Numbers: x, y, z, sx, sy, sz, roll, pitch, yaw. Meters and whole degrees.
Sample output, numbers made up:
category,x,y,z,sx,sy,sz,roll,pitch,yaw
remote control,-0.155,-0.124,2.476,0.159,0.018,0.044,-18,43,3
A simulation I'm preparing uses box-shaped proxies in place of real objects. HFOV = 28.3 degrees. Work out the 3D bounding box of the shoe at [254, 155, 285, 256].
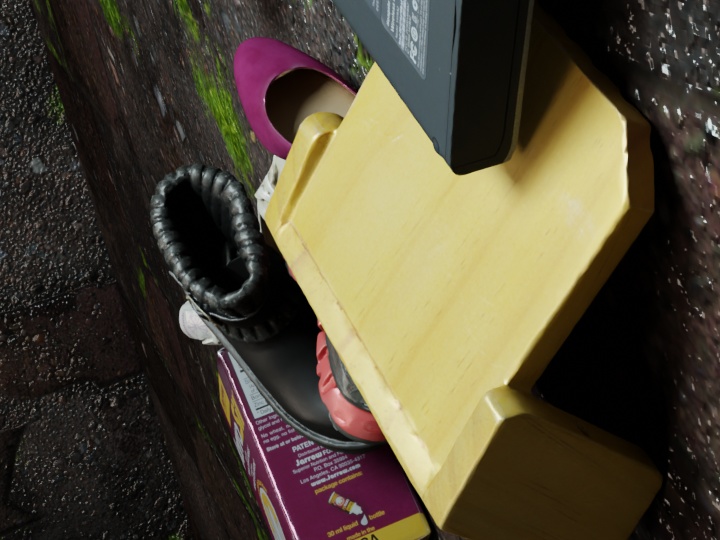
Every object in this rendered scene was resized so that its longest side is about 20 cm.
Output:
category,x,y,z,sx,sy,sz,roll,pitch,yaw
shoe,-0.047,-0.027,1.047,0.201,0.053,0.070,90,156,-53

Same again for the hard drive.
category,x,y,z,sx,sy,sz,roll,pitch,yaw
hard drive,0.009,-0.155,0.571,0.141,0.032,0.201,91,156,-46

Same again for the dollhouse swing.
category,x,y,z,sx,sy,sz,roll,pitch,yaw
dollhouse swing,0.076,-0.008,0.648,0.181,0.176,0.201,25,-156,-44

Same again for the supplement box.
category,x,y,z,sx,sy,sz,roll,pitch,yaw
supplement box,-0.033,0.156,1.134,0.131,0.102,0.202,96,152,-63

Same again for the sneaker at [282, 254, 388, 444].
category,x,y,z,sx,sy,sz,roll,pitch,yaw
sneaker,0.000,0.000,0.879,0.098,0.070,0.202,116,146,-48

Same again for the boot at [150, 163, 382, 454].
category,x,y,z,sx,sy,sz,roll,pitch,yaw
boot,-0.057,0.032,0.970,0.210,0.080,0.158,39,164,12

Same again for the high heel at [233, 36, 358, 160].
category,x,y,z,sx,sy,sz,roll,pitch,yaw
high heel,-0.017,-0.091,0.818,0.200,0.067,0.097,46,165,28

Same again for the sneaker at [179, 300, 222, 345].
category,x,y,z,sx,sy,sz,roll,pitch,yaw
sneaker,-0.104,0.048,1.271,0.200,0.098,0.076,-162,56,-71
